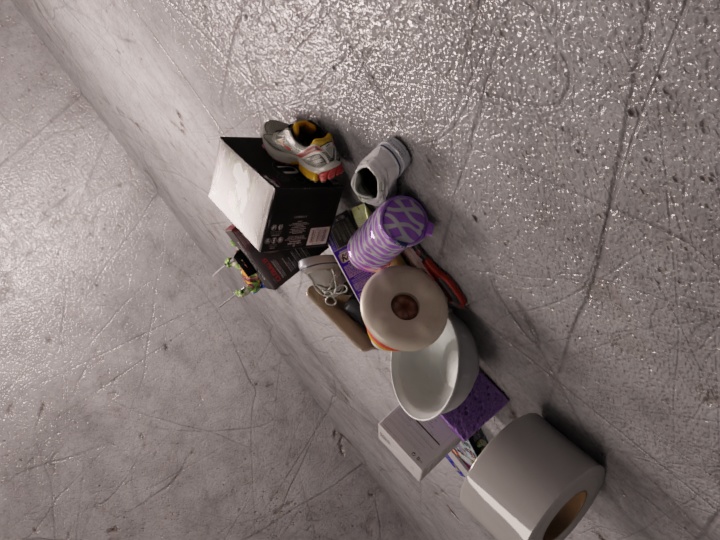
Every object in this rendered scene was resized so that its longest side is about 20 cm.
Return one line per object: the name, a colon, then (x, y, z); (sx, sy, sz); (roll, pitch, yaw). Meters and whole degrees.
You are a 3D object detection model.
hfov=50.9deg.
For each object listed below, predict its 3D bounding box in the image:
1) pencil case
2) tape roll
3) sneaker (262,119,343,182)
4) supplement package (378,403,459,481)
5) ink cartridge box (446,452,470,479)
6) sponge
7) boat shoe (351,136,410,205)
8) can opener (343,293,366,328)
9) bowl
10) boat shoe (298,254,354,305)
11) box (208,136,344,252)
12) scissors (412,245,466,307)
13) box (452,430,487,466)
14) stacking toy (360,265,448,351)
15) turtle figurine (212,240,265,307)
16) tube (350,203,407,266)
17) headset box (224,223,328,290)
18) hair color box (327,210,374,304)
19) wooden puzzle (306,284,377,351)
pencil case: (0.043, -0.054, 1.188); (0.085, 0.084, 0.200); (13, 165, -15)
tape roll: (0.281, 0.356, 1.237); (0.139, 0.202, 0.203); (38, 160, 37)
sneaker: (-0.098, -0.220, 1.260); (0.200, 0.078, 0.083); (31, 141, 42)
supplement package: (0.144, 0.280, 1.441); (0.120, 0.200, 0.121); (44, 163, 19)
ink cartridge box: (0.235, 0.457, 1.882); (0.200, 0.037, 0.095); (49, 165, -2)
sponge: (0.162, 0.203, 1.386); (0.200, 0.111, 0.030); (46, 168, 15)
boat shoe: (0.015, -0.136, 1.121); (0.074, 0.067, 0.200); (49, 164, 7)
can opener: (0.062, 0.109, 1.514); (0.200, 0.067, 0.053); (39, -154, 0)
bowl: (0.142, 0.158, 1.310); (0.201, 0.090, 0.202); (-17, 69, 56)
boat shoe: (-0.056, 0.024, 1.495); (0.202, 0.074, 0.087); (22, -125, -66)
box: (-0.153, -0.139, 1.333); (0.200, 0.148, 0.125); (43, 127, 38)
scissors: (0.106, -0.022, 1.228); (0.200, 0.014, 0.073); (56, 166, -13)
box: (0.228, 0.369, 1.699); (0.137, 0.040, 0.201); (30, 154, 54)
stacking toy: (0.055, 0.093, 1.284); (0.146, 0.146, 0.200); (47, 154, 11)
turtle figurine: (-0.384, 0.007, 2.325); (0.199, 0.144, 0.195); (6, 131, 4)
tube: (0.045, -0.028, 1.324); (0.058, 0.052, 0.201); (-28, 98, 31)
headset box: (-0.160, -0.067, 1.502); (0.149, 0.200, 0.075); (56, 165, -14)
hair color box: (0.000, 0.000, 1.413); (0.109, 0.065, 0.201); (-116, 1, -55)
wooden puzzle: (-0.008, 0.104, 1.576); (0.185, 0.037, 0.200); (44, -163, 21)
